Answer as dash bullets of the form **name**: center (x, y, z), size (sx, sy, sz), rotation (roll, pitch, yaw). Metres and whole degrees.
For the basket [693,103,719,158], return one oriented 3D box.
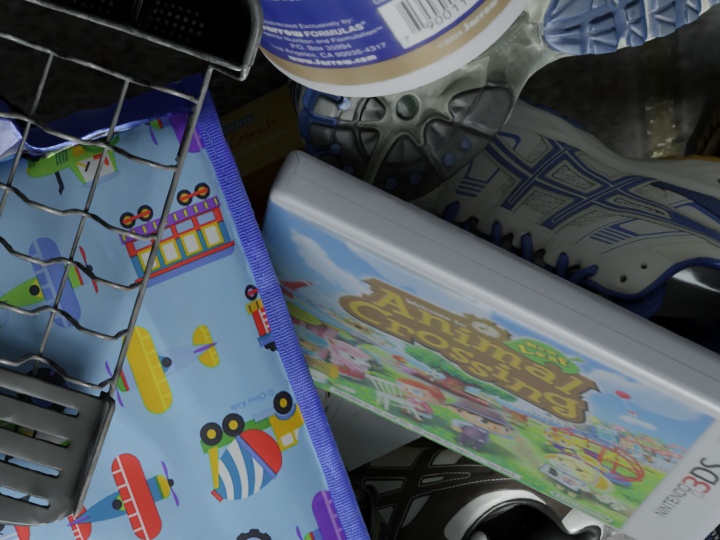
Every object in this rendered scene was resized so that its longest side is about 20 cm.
- **basket**: center (0.214, -0.005, 1.124), size (0.142, 0.150, 0.201), rotation (3, 140, -18)

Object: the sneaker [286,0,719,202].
- **sneaker**: center (0.054, -0.108, 1.026), size (0.199, 0.085, 0.077), rotation (-32, 116, -7)

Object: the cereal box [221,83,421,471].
- **cereal box**: center (0.000, 0.000, 1.161), size (0.143, 0.040, 0.200), rotation (-26, 139, 19)

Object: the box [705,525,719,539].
- **box**: center (0.243, 0.116, 1.314), size (0.122, 0.107, 0.200), rotation (12, 135, -28)

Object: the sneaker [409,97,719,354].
- **sneaker**: center (0.076, -0.008, 1.048), size (0.198, 0.088, 0.076), rotation (7, 126, -6)

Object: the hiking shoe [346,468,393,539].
- **hiking shoe**: center (-0.025, 0.091, 1.163), size (0.100, 0.076, 0.200), rotation (25, 170, -6)

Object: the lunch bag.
- **lunch bag**: center (-0.095, 0.038, 0.977), size (0.150, 0.094, 0.201), rotation (-20, 112, -5)

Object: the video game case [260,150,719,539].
- **video game case**: center (0.051, 0.037, 1.047), size (0.199, 0.022, 0.182), rotation (26, 161, 2)

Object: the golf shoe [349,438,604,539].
- **golf shoe**: center (0.021, 0.117, 1.269), size (0.199, 0.095, 0.078), rotation (-29, 140, 23)

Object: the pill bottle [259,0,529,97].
- **pill bottle**: center (-0.023, -0.155, 0.905), size (0.115, 0.116, 0.200), rotation (-22, 140, 13)

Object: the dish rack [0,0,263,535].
- **dish rack**: center (-0.129, -0.019, 0.910), size (0.152, 0.055, 0.201), rotation (18, 92, -6)

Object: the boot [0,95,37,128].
- **boot**: center (-0.148, 0.026, 1.043), size (0.158, 0.080, 0.211), rotation (-46, 122, 8)
